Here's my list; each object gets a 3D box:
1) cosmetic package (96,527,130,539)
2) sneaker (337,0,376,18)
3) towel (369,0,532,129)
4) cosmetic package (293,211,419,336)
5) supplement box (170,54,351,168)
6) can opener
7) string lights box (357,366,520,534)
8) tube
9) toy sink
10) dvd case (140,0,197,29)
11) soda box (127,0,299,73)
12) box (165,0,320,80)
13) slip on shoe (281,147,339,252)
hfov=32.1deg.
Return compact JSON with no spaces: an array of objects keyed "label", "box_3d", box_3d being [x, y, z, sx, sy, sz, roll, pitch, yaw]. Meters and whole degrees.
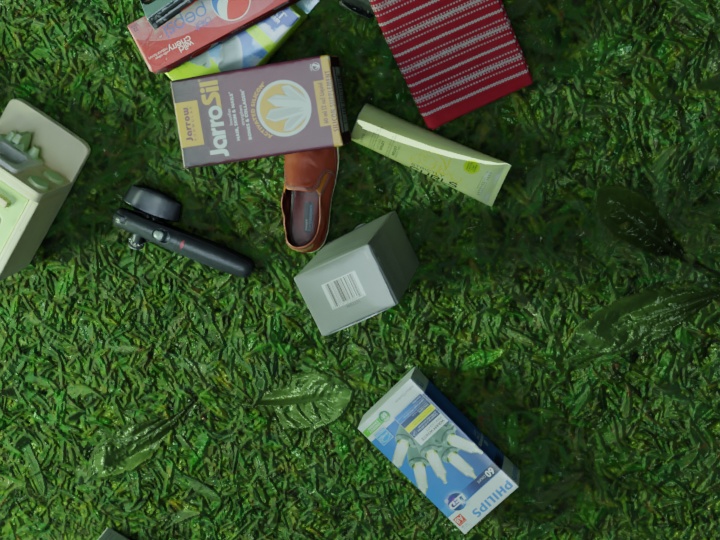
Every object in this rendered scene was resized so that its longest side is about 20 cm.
[{"label":"cosmetic package","box_3d":[-0.328,0.510,1.759,0.199,0.123,0.200,27,106,2]},{"label":"sneaker","box_3d":[0.021,-0.338,1.529,0.090,0.067,0.200,-34,103,32]},{"label":"towel","box_3d":[0.110,-0.276,1.499,0.144,0.023,0.200,-24,122,8]},{"label":"cosmetic package","box_3d":[0.000,0.000,1.540,0.107,0.200,0.090,-25,96,17]},{"label":"supplement box","box_3d":[-0.120,-0.193,1.527,0.199,0.086,0.111,-8,97,8]},{"label":"can opener","box_3d":[-0.231,-0.040,1.643,0.199,0.063,0.079,28,106,4]},{"label":"string lights box","box_3d":[0.104,0.235,1.646,0.200,0.059,0.103,45,105,-2]},{"label":"tube","box_3d":[0.086,-0.147,1.565,0.199,0.058,0.052,25,90,2]},{"label":"toy sink","box_3d":[-0.468,-0.107,1.646,0.130,0.112,0.200,34,106,1]},{"label":"dvd case","box_3d":[-0.183,-0.382,1.505,0.200,0.146,0.022,-32,130,6]},{"label":"soda box","box_3d":[-0.177,-0.313,1.521,0.199,0.063,0.070,-25,96,15]},{"label":"box","box_3d":[-0.161,-0.306,1.577,0.122,0.048,0.200,44,107,-2]},{"label":"slip on shoe","box_3d":[-0.068,-0.118,1.596,0.074,0.061,0.201,6,102,11]}]
